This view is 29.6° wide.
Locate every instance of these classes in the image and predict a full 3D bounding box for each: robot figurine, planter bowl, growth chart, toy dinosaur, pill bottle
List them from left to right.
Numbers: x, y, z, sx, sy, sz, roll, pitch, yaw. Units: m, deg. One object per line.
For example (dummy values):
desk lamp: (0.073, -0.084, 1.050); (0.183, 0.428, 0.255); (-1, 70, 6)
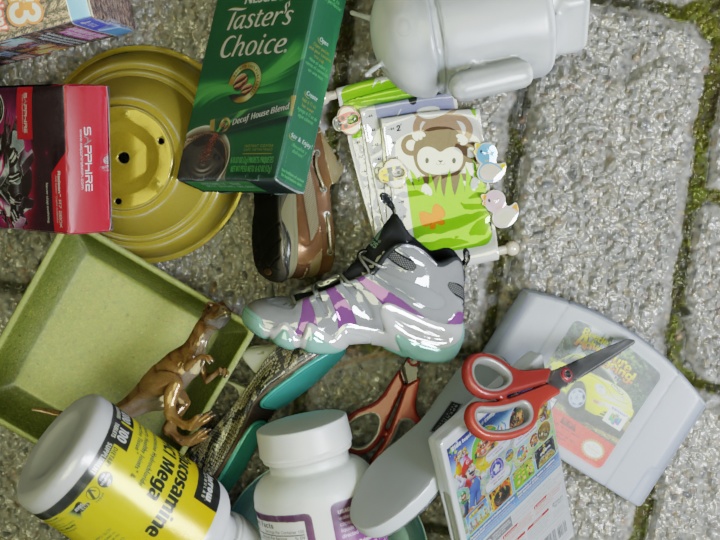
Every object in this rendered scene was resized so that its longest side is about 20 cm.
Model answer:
planter bowl: (-0.204, -0.102, 1.222); (0.199, 0.083, 0.202); (0, 97, 3)
pill bottle: (-0.187, 0.206, 1.181); (0.200, 0.113, 0.113); (40, 98, -23)
toy dinosaur: (-0.180, 0.109, 1.218); (0.200, 0.060, 0.106); (-38, 70, 4)
pill bottle: (-0.033, 0.231, 1.207); (0.111, 0.112, 0.202); (-10, 96, 5)
growth chart: (0.058, -0.091, 1.240); (0.144, 0.018, 0.201); (-19, 96, 5)
robot figurine: (0.094, -0.212, 1.169); (0.198, 0.170, 0.113); (-10, 138, -3)

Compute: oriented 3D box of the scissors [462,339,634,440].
scissors: (0.166, 0.100, 1.154); (0.199, 0.014, 0.074); (-3, 69, -32)

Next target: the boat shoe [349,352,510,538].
boat shoe: (0.072, 0.160, 1.176); (0.200, 0.068, 0.057); (-47, 128, -20)

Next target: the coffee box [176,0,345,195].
coffee box: (-0.085, -0.166, 1.171); (0.122, 0.044, 0.201); (4, 77, 38)

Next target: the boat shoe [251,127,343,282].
boat shoe: (-0.056, -0.089, 1.227); (0.073, 0.076, 0.202); (1, 88, -29)

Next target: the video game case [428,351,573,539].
video game case: (0.127, 0.191, 1.185); (0.018, 0.143, 0.201); (15, 128, 42)

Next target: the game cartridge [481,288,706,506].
game cartridge: (0.207, 0.109, 1.244); (0.199, 0.041, 0.134); (31, 93, 0)

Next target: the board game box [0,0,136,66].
board game box: (-0.316, -0.235, 1.176); (0.198, 0.159, 0.098); (-14, 95, 4)

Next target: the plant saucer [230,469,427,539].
plant saucer: (-0.034, 0.270, 1.281); (0.198, 0.027, 0.202); (0, 96, 3)

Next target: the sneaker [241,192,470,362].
sneaker: (0.000, 0.000, 1.184); (0.198, 0.078, 0.141); (4, 104, -15)

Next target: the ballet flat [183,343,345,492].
ballet flat: (-0.101, 0.118, 1.254); (0.075, 0.068, 0.200); (43, 99, 21)

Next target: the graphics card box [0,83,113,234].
graphics card box: (-0.297, -0.099, 1.192); (0.199, 0.051, 0.127); (7, 100, 42)

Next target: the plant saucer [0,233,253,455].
plant saucer: (-0.228, 0.083, 1.257); (0.199, 0.048, 0.201); (31, 97, -4)

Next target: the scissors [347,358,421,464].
scissors: (0.051, 0.096, 1.246); (0.073, 0.014, 0.201); (31, 92, 1)
